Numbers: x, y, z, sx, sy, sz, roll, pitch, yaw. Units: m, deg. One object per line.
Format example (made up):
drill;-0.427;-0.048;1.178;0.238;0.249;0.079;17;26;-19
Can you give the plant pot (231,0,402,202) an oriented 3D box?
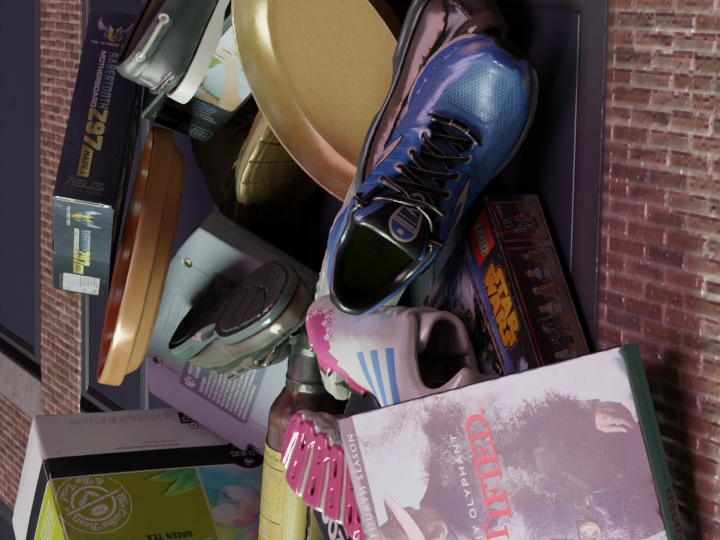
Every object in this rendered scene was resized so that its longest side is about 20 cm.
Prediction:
plant pot;-0.014;-0.133;1.408;0.200;0.027;0.201;36;145;31

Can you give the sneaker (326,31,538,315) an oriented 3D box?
sneaker;0.041;-0.050;1.227;0.201;0.078;0.089;-59;6;27

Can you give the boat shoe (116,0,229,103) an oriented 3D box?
boat shoe;-0.114;-0.222;1.470;0.076;0.060;0.201;3;73;68

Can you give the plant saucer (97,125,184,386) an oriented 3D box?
plant saucer;-0.167;-0.010;1.589;0.200;0.032;0.202;-167;90;-80

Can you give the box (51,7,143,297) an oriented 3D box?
box;-0.201;-0.087;1.596;0.200;0.051;0.159;113;165;-67

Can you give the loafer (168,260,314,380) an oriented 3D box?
loafer;-0.074;0.042;1.509;0.072;0.063;0.200;-59;18;-22

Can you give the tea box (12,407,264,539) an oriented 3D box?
tea box;-0.158;0.223;1.658;0.134;0.198;0.197;109;148;-41

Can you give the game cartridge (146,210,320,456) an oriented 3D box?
game cartridge;-0.100;0.048;1.614;0.041;0.133;0.201;-55;-9;-45

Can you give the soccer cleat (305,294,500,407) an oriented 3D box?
soccer cleat;0.031;0.049;1.268;0.200;0.069;0.087;47;125;51

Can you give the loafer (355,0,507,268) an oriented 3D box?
loafer;0.046;-0.081;1.293;0.063;0.071;0.201;45;131;51

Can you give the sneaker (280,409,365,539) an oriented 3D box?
sneaker;0.032;0.137;1.280;0.200;0.087;0.074;33;122;53

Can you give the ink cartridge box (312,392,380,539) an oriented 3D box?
ink cartridge box;0.023;0.203;1.424;0.199;0.043;0.201;-117;32;-44

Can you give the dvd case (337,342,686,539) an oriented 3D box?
dvd case;0.084;0.132;1.149;0.199;0.022;0.147;-16;85;37

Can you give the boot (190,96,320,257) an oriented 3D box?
boot;-0.080;-0.107;1.613;0.201;0.072;0.156;107;152;-44

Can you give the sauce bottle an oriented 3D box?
sauce bottle;-0.040;0.137;1.544;0.065;0.064;0.202;-143;56;-62

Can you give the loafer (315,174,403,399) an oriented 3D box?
loafer;0.000;0.000;1.421;0.070;0.069;0.201;-115;30;-45

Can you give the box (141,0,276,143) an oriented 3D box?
box;-0.089;-0.198;1.546;0.200;0.060;0.117;-39;38;47

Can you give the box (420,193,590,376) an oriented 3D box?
box;0.094;0.074;1.242;0.137;0.040;0.201;119;143;-53
